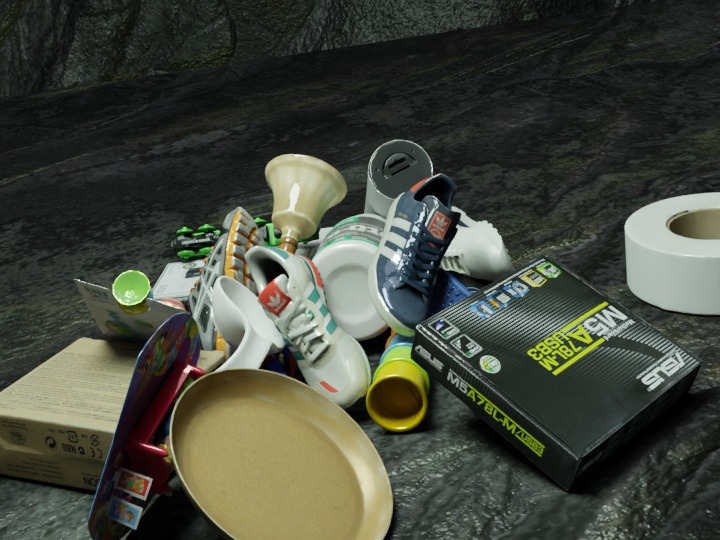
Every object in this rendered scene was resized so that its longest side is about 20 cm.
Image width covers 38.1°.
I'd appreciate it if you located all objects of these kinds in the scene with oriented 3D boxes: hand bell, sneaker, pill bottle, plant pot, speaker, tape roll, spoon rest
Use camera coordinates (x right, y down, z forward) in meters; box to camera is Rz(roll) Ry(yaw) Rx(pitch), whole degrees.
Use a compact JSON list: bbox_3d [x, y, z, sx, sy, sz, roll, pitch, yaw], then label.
[{"bbox_3d":[-0.086,-0.024,1.220,0.103,0.104,0.202,0,59,22],"label":"hand bell"},{"bbox_3d":[0.125,-0.020,1.304,0.080,0.077,0.200,-24,18,-13],"label":"sneaker"},{"bbox_3d":[0.132,0.063,1.085,0.077,0.071,0.200,18,24,-34],"label":"sneaker"},{"bbox_3d":[0.000,0.000,1.216,0.112,0.115,0.200,-6,14,7],"label":"pill bottle"},{"bbox_3d":[0.064,-0.025,1.087,0.084,0.075,0.202,-39,31,39],"label":"sneaker"},{"bbox_3d":[-0.066,0.162,0.844,0.198,0.028,0.201,23,32,-15],"label":"plant pot"},{"bbox_3d":[-0.062,0.055,1.047,0.070,0.093,0.201,-40,55,17],"label":"sneaker"},{"bbox_3d":[0.045,-0.092,1.339,0.080,0.082,0.200,-11,-17,-6],"label":"speaker"},{"bbox_3d":[0.402,-0.023,1.182,0.200,0.072,0.203,-9,22,3],"label":"tape roll"},{"bbox_3d":[-0.160,0.018,1.198,0.076,0.078,0.202,-7,59,25],"label":"sneaker"},{"bbox_3d":[-0.114,0.065,1.032,0.060,0.099,0.200,-40,18,17],"label":"spoon rest"}]

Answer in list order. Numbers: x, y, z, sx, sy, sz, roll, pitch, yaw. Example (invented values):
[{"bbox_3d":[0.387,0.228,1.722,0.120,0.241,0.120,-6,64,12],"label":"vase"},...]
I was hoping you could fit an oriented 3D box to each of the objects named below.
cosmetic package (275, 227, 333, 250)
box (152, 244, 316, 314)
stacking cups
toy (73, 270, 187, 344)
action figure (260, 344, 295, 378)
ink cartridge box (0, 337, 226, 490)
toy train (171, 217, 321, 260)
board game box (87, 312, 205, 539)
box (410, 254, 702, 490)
[{"bbox_3d":[-0.093,-0.014,1.386,0.197,0.051,0.083,-7,25,8],"label":"cosmetic package"},{"bbox_3d":[-0.152,0.027,1.296,0.197,0.061,0.117,-8,21,5],"label":"box"},{"bbox_3d":[0.043,0.092,1.068,0.060,0.061,0.200,-6,19,8],"label":"stacking cups"},{"bbox_3d":[-0.217,0.048,1.083,0.114,0.200,0.048,14,70,5],"label":"toy"},{"bbox_3d":[-0.100,0.107,1.095,0.065,0.052,0.200,-6,22,-3],"label":"action figure"},{"bbox_3d":[-0.250,0.140,1.036,0.198,0.076,0.165,2,23,29],"label":"ink cartridge box"},{"bbox_3d":[-0.144,-0.041,1.339,0.197,0.042,0.056,-7,-13,9],"label":"toy train"},{"bbox_3d":[-0.160,0.138,0.871,0.038,0.202,0.158,18,0,9],"label":"board game box"},{"bbox_3d":[0.179,0.082,0.954,0.199,0.048,0.193,-25,48,-36],"label":"box"}]
